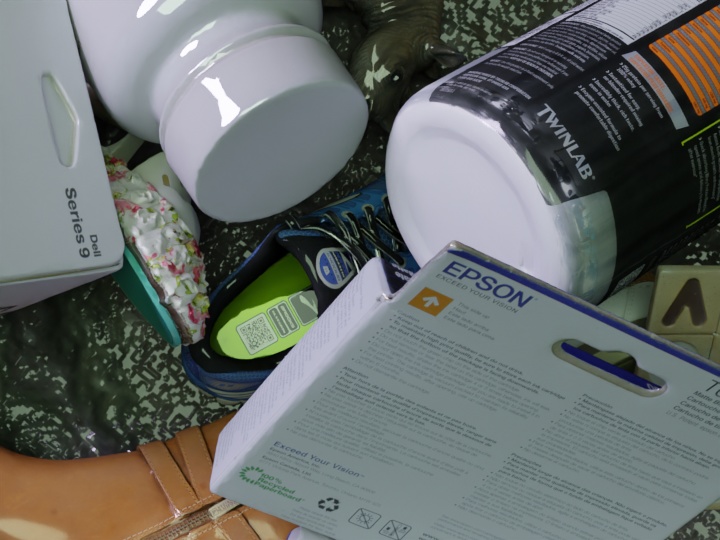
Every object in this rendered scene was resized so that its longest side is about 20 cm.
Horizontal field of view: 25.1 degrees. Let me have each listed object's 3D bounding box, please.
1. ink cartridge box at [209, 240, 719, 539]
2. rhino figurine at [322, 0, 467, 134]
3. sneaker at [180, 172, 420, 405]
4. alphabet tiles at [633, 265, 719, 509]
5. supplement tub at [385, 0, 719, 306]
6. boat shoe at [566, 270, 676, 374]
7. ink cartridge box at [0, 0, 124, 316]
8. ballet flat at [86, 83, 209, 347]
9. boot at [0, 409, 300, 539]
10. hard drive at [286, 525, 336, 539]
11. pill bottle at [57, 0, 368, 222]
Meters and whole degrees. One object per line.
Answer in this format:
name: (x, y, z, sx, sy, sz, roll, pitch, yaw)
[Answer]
ink cartridge box: (0.065, 0.068, 0.713, 0.200, 0.200, 0.041, 25, 43, -21)
rhino figurine: (-0.003, -0.156, 0.813, 0.087, 0.060, 0.200, -20, 86, -23)
sneaker: (0.000, 0.000, 0.790, 0.200, 0.089, 0.079, -36, 86, -3)
alphabet tiles: (0.225, 0.043, 0.755, 0.200, 0.008, 0.167, 0, 119, -11)
supplement tub: (0.120, -0.064, 0.745, 0.200, 0.123, 0.123, -30, 85, -29)
boat shoe: (0.060, 0.054, 0.799, 0.200, 0.075, 0.068, -22, 58, 8)
ink cartridge box: (-0.217, -0.042, 0.752, 0.200, 0.084, 0.146, -19, 84, 38)
ballet flat: (-0.123, -0.046, 0.782, 0.064, 0.076, 0.200, -37, 61, -17)
boot: (-0.122, 0.108, 0.797, 0.155, 0.077, 0.200, -34, 71, -10)
hard drive: (0.037, 0.220, 0.758, 0.200, 0.025, 0.132, 26, 64, -12)
pill bottle: (-0.083, -0.124, 0.758, 0.114, 0.114, 0.200, -34, 63, -1)
